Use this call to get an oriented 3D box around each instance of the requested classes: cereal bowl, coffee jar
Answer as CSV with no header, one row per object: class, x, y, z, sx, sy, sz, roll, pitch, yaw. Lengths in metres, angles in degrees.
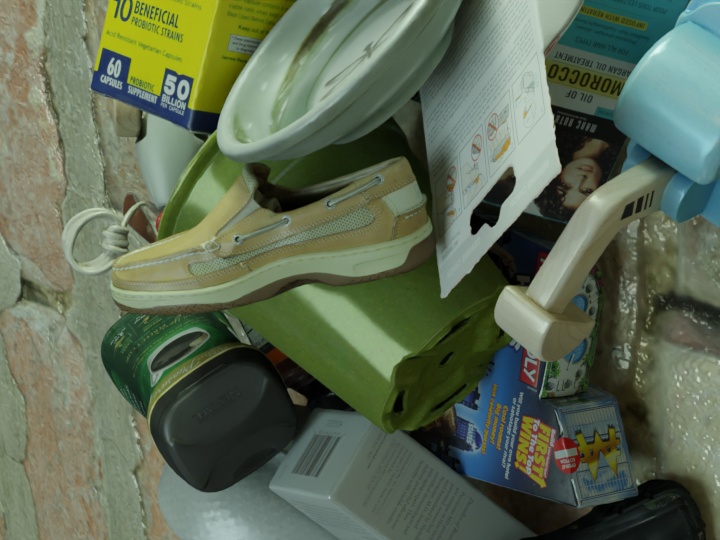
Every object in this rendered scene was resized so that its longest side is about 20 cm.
cereal bowl,-0.053,0.161,1.206,0.200,0.199,0.084,32,113,35
coffee jar,-0.121,0.085,1.155,0.086,0.104,0.200,60,170,-26

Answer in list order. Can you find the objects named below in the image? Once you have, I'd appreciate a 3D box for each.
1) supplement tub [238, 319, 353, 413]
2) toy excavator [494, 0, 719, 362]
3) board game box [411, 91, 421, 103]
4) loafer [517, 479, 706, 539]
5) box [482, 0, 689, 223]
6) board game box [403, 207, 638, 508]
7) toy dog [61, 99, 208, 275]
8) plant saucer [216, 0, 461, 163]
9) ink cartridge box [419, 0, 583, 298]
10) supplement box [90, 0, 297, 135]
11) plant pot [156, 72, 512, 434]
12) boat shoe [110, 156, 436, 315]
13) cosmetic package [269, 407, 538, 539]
supplement tub,-0.046,0.016,1.196,0.107,0.107,0.201,-34,82,49
toy excavator,0.166,-0.059,0.854,0.100,0.199,0.195,41,133,29
board game box,0.038,-0.196,1.051,0.199,0.047,0.152,27,126,38
loafer,0.137,0.207,1.030,0.068,0.199,0.071,-106,-7,-88
box,0.133,-0.125,0.946,0.082,0.049,0.201,13,128,-7
board game box,0.110,0.069,1.061,0.199,0.061,0.202,29,116,47
toy dog,-0.157,-0.075,1.280,0.131,0.096,0.202,19,93,-1
plant saucer,0.001,-0.129,0.906,0.050,0.201,0.199,42,146,-22
ink cartridge box,0.084,-0.106,0.883,0.161,0.050,0.202,127,140,-57
supplement box,-0.086,-0.197,1.026,0.108,0.109,0.202,23,104,39
plant pot,0.000,0.000,1.016,0.190,0.199,0.201,45,135,26
boat shoe,-0.058,-0.028,0.911,0.198,0.072,0.077,-12,112,9
cosmetic package,0.044,0.182,1.106,0.200,0.072,0.101,40,161,-22
